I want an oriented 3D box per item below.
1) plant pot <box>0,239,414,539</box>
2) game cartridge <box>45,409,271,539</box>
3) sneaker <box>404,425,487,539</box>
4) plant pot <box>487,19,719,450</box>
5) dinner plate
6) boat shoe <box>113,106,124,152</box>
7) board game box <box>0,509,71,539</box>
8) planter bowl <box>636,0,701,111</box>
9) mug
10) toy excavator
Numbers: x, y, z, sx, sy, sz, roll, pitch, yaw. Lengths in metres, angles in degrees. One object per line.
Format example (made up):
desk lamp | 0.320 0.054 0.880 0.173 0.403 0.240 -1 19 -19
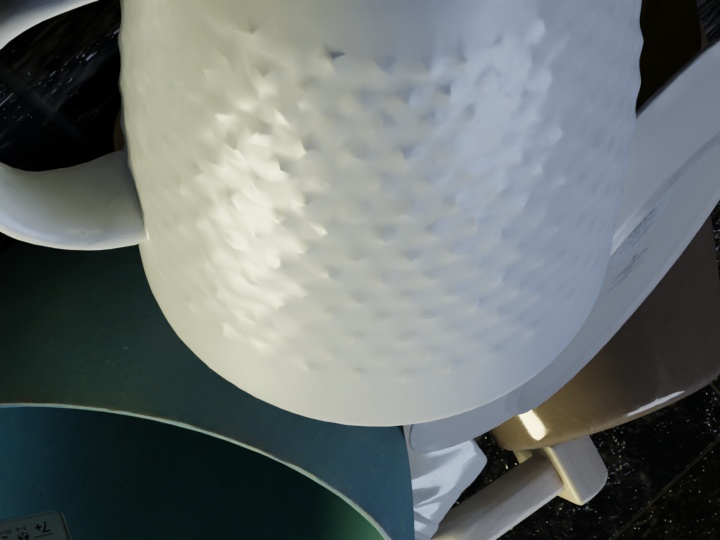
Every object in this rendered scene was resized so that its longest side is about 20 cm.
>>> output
plant pot | -0.071 0.046 0.799 0.200 0.199 0.135 128 -22 -53
game cartridge | -0.074 0.124 0.885 0.042 0.133 0.201 128 -24 -79
sneaker | -0.036 0.056 0.989 0.116 0.200 0.074 -52 -166 -5
plant pot | 0.084 -0.016 0.994 0.199 0.175 0.200 -20 -178 1
dinner plate | 0.090 -0.006 0.781 0.200 0.024 0.200 -47 165 -16
boat shoe | -0.003 -0.087 0.749 0.200 0.072 0.065 -47 170 -16
board game box | -0.201 0.142 0.747 0.199 0.035 0.126 -11 152 -21
planter bowl | 0.066 -0.077 0.810 0.200 0.083 0.201 -42 -160 19
mug | -0.019 -0.058 0.594 0.199 0.148 0.176 -12 148 -9
toy excavator | 0.004 0.146 1.068 0.200 0.100 0.194 -12 -158 50
